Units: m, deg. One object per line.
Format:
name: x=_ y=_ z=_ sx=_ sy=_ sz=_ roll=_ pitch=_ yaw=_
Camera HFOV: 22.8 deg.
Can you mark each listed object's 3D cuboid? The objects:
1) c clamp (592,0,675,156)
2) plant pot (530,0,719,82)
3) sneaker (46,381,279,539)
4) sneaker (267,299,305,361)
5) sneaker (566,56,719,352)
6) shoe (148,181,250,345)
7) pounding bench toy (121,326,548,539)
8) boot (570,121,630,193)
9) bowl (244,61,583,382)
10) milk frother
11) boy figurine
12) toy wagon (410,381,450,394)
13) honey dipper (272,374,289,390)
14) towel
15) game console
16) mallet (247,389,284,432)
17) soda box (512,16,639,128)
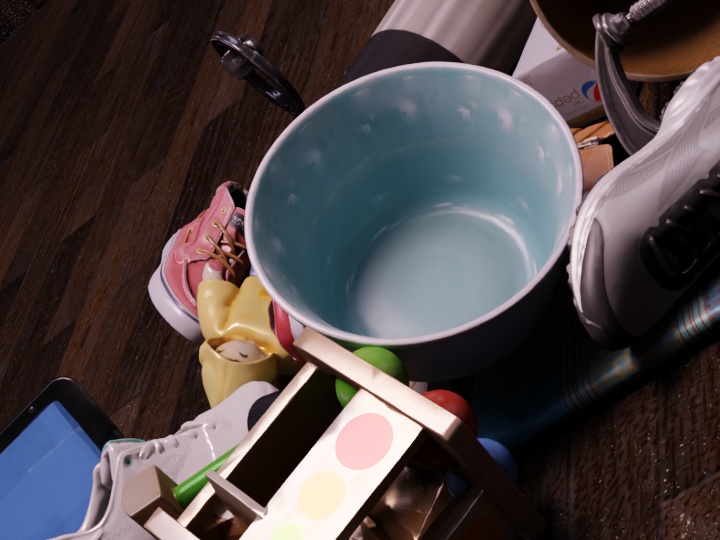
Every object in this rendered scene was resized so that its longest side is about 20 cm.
c clamp: x=0.218 y=-0.162 z=1.082 sx=0.200 sy=0.171 sz=0.027 roll=-40 pitch=-14 yaw=22
plant pot: x=0.186 y=-0.252 z=1.189 sx=0.186 sy=0.186 sz=0.200 roll=-40 pitch=24 yaw=17
sneaker: x=-0.129 y=0.133 z=1.177 sx=0.200 sy=0.089 sz=0.075 roll=-51 pitch=17 yaw=-30
sneaker: x=0.000 y=0.000 z=1.222 sx=0.112 sy=0.072 sz=0.200 roll=-15 pitch=16 yaw=20
sneaker: x=0.184 y=-0.041 z=0.981 sx=0.201 sy=0.074 sz=0.079 roll=-54 pitch=30 yaw=-18
shoe: x=-0.128 y=-0.012 z=1.555 sx=0.091 sy=0.071 sz=0.200 roll=-48 pitch=16 yaw=14
pounding bench toy: x=-0.025 y=0.116 z=0.976 sx=0.200 sy=0.124 sz=0.156 roll=29 pitch=75 yaw=41
boot: x=0.127 y=-0.071 z=1.193 sx=0.154 sy=0.074 sz=0.201 roll=-29 pitch=34 yaw=33
bowl: x=0.040 y=-0.013 z=1.059 sx=0.199 sy=0.105 sz=0.202 roll=-8 pitch=53 yaw=10
milk frother: x=0.013 y=-0.184 z=1.417 sx=0.180 sy=0.200 sz=0.189 roll=-17 pitch=36 yaw=58
boy figurine: x=-0.069 y=0.030 z=1.317 sx=0.200 sy=0.124 sz=0.065 roll=-53 pitch=-20 yaw=-45
toy wagon: x=-0.015 y=0.110 z=1.182 sx=0.156 sy=0.040 sz=0.200 roll=-54 pitch=22 yaw=-17
honey dipper: x=-0.058 y=0.060 z=1.358 sx=0.038 sy=0.038 sz=0.201 roll=-35 pitch=28 yaw=27
towel: x=0.146 y=0.024 z=1.053 sx=0.200 sy=0.022 sz=0.147 roll=-33 pitch=27 yaw=27
game console: x=-0.247 y=0.210 z=1.340 sx=0.200 sy=0.116 sz=0.176 roll=-45 pitch=21 yaw=8
mallet: x=-0.069 y=0.151 z=1.095 sx=0.066 sy=0.041 sz=0.201 roll=-21 pitch=32 yaw=44
soda box: x=0.179 y=-0.195 z=1.306 sx=0.068 sy=0.064 sz=0.201 roll=-25 pitch=30 yaw=45
